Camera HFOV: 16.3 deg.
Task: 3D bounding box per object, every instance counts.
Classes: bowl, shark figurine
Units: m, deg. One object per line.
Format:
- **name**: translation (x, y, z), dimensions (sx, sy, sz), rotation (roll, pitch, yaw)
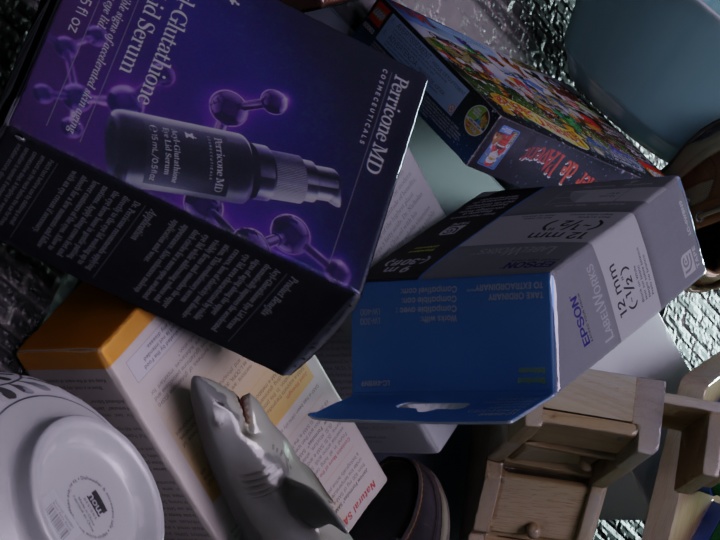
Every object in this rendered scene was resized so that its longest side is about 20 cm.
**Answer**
- **bowl**: translation (0.213, -0.139, 1.669), dimensions (0.200, 0.201, 0.105), rotation (22, 112, -46)
- **bowl**: translation (-0.158, 0.126, 1.225), dimensions (0.200, 0.094, 0.202), rotation (32, 45, -38)
- **shark figurine**: translation (-0.031, 0.166, 1.300), dimensions (0.089, 0.215, 0.128), rotation (-36, 155, 0)

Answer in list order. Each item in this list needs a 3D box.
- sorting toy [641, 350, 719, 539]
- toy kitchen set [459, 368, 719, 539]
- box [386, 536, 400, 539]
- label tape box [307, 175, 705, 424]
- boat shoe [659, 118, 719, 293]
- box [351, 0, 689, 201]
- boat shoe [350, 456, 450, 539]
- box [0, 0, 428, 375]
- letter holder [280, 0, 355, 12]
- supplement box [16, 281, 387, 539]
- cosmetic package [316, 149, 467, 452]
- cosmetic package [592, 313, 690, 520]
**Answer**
- **sorting toy**: translation (0.253, 0.154, 1.677), dimensions (0.199, 0.069, 0.201), rotation (-22, 127, -62)
- **toy kitchen set**: translation (0.152, 0.166, 1.499), dimensions (0.162, 0.200, 0.182), rotation (9, 75, -5)
- **box**: translation (-0.009, 0.266, 1.384), dimensions (0.161, 0.049, 0.201), rotation (-31, 126, -14)
- **label tape box**: translation (0.076, 0.016, 1.377), dimensions (0.200, 0.143, 0.066), rotation (-32, 111, -45)
- **boat shoe**: translation (0.210, -0.024, 1.630), dimensions (0.075, 0.200, 0.074), rotation (2, 61, -27)
- **box**: translation (0.100, -0.092, 1.557), dimensions (0.199, 0.137, 0.038), rotation (19, 112, -47)
- **boat shoe**: translation (-0.009, 0.188, 1.453), dimensions (0.073, 0.074, 0.201), rotation (47, 53, -36)
- **box**: translation (-0.085, -0.063, 1.285), dimensions (0.199, 0.104, 0.149), rotation (24, 56, -12)
- **letter holder**: translation (-0.009, -0.229, 1.464), dimensions (0.199, 0.100, 0.143), rotation (-19, 100, -48)
- **supplement box**: translation (-0.083, 0.082, 1.373), dimensions (0.126, 0.073, 0.201), rotation (-50, 122, -37)
- **cosmetic package**: translation (0.000, 0.000, 1.466), dimensions (0.102, 0.071, 0.201), rotation (-52, 125, -37)
- **cosmetic package**: translation (0.148, 0.060, 1.645), dimensions (0.200, 0.071, 0.102), rotation (58, 48, -30)
